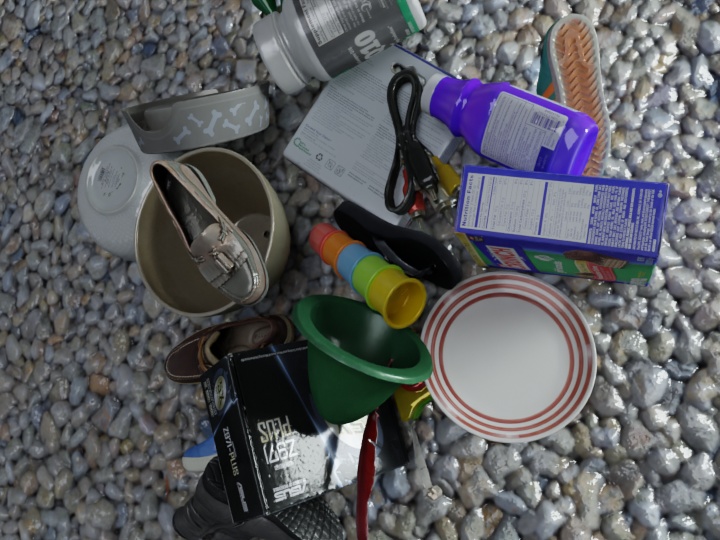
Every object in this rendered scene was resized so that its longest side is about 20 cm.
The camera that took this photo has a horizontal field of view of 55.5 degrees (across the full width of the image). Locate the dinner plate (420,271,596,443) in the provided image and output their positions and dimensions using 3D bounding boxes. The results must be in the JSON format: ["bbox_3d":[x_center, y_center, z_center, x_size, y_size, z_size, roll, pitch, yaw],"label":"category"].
[{"bbox_3d":[0.164,0.095,0.772,0.194,0.024,0.205,-3,62,5],"label":"dinner plate"}]

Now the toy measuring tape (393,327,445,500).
[{"bbox_3d":[0.080,0.157,0.798,0.072,0.073,0.205,-21,75,16],"label":"toy measuring tape"}]

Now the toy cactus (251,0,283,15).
[{"bbox_3d":[-0.100,-0.370,0.945,0.196,0.102,0.169,20,108,19],"label":"toy cactus"}]

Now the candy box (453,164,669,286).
[{"bbox_3d":[0.210,-0.043,0.725,0.195,0.169,0.079,10,83,22],"label":"candy box"}]

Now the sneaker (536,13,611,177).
[{"bbox_3d":[0.244,-0.185,0.794,0.069,0.080,0.206,-4,100,4],"label":"sneaker"}]

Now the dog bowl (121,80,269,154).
[{"bbox_3d":[-0.209,-0.202,0.901,0.195,0.200,0.060,-4,111,20],"label":"dog bowl"}]

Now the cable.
[{"bbox_3d":[0.062,-0.142,0.832,0.096,0.050,0.204,-26,62,20],"label":"cable"}]

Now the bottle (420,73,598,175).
[{"bbox_3d":[0.158,-0.162,0.758,0.198,0.065,0.085,30,116,27],"label":"bottle"}]

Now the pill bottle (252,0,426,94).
[{"bbox_3d":[-0.027,-0.308,0.844,0.196,0.113,0.116,-24,74,14],"label":"pill bottle"}]

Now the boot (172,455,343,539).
[{"bbox_3d":[-0.127,0.317,0.853,0.197,0.070,0.133,32,122,-2],"label":"boot"}]

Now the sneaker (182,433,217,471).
[{"bbox_3d":[-0.144,0.180,0.872,0.196,0.077,0.114,-19,82,12],"label":"sneaker"}]

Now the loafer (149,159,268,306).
[{"bbox_3d":[-0.179,-0.043,0.774,0.072,0.063,0.201,-40,71,11],"label":"loafer"}]

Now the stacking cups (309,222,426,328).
[{"bbox_3d":[0.000,0.000,0.824,0.061,0.060,0.199,-58,39,4],"label":"stacking cups"}]

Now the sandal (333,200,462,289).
[{"bbox_3d":[0.040,-0.021,0.830,0.198,0.077,0.043,27,65,36],"label":"sandal"}]

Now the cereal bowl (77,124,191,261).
[{"bbox_3d":[-0.332,-0.119,0.986,0.195,0.083,0.206,-3,82,20],"label":"cereal bowl"}]

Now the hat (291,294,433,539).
[{"bbox_3d":[-0.025,0.148,0.738,0.162,0.200,0.180,21,107,-1],"label":"hat"}]

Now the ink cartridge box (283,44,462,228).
[{"bbox_3d":[0.027,-0.182,0.883,0.195,0.043,0.202,35,91,21],"label":"ink cartridge box"}]

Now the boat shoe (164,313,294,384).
[{"bbox_3d":[-0.186,0.102,0.903,0.195,0.072,0.074,-16,77,18],"label":"boat shoe"}]

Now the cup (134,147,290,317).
[{"bbox_3d":[-0.167,-0.038,0.879,0.195,0.143,0.206,-3,82,20],"label":"cup"}]

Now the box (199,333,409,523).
[{"bbox_3d":[-0.062,0.169,0.773,0.086,0.196,0.168,-34,68,49],"label":"box"}]
